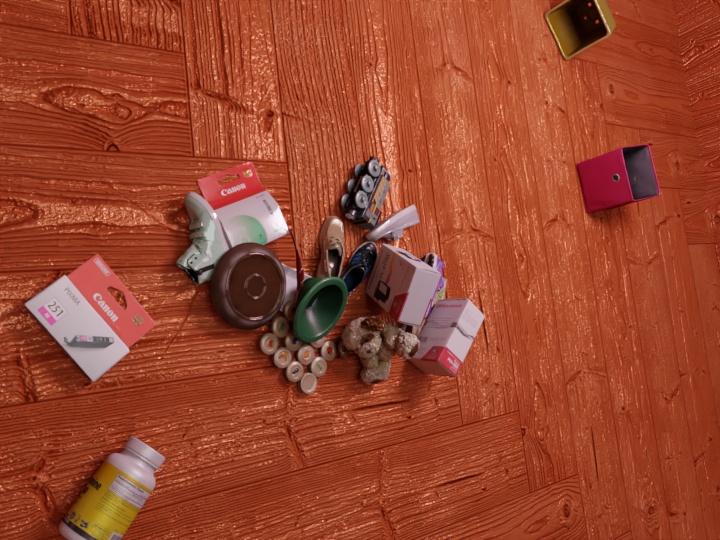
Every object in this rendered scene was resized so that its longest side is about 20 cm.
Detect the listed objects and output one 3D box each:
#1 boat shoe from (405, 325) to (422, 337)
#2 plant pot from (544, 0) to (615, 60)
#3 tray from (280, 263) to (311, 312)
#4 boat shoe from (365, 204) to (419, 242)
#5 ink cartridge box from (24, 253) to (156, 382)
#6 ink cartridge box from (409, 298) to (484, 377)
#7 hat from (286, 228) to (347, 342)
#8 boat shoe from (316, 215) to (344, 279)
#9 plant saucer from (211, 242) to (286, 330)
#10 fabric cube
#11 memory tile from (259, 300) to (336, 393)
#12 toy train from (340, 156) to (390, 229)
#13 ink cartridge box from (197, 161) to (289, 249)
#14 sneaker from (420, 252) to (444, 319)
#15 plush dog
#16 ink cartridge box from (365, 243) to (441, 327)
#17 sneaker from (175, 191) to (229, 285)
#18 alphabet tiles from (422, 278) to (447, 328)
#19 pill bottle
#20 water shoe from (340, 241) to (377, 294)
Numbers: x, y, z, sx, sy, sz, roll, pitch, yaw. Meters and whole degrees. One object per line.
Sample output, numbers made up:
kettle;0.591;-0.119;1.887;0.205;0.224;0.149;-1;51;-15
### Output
boat shoe;0.125;0.092;1.589;0.070;0.075;0.205;7;69;-28
plant pot;0.867;-0.971;2.204;0.199;0.194;0.197;-39;103;-38
tray;-0.212;0.034;1.393;0.198;0.022;0.110;26;76;-35
boat shoe;0.095;-0.119;1.617;0.199;0.071;0.070;-34;100;-42
ink cartridge box;-0.541;0.092;1.169;0.174;0.043;0.202;-44;106;-29
ink cartridge box;0.239;0.186;1.600;0.083;0.146;0.202;41;67;-22
hat;-0.142;0.048;1.418;0.202;0.175;0.165;-56;145;-3
boat shoe;-0.068;-0.055;1.486;0.071;0.065;0.204;21;62;-27
plant saucer;-0.249;0.037;1.327;0.197;0.032;0.206;-3;94;-41
fabric cube;0.963;-0.342;2.148;0.197;0.198;0.201;-12;89;-34
memory tile;-0.149;0.190;1.411;0.201;0.017;0.154;50;60;-25
toy train;0.021;-0.211;1.576;0.114;0.084;0.203;40;60;-35
ink cartridge box;-0.279;-0.152;1.382;0.159;0.050;0.204;-27;99;-34
sneaker;0.205;0.050;1.644;0.083;0.080;0.204;31;66;-31
plush dog;0.030;0.175;1.477;0.170;0.200;0.163;26;35;-37
ink cartridge box;0.104;0.034;1.490;0.081;0.200;0.149;13;103;-29
sneaker;-0.371;-0.069;1.286;0.117;0.073;0.204;-32;102;-39
alphabet tiles;0.166;0.073;1.662;0.197;0.007;0.171;22;70;-29
pill bottle;-0.474;0.433;1.112;0.112;0.112;0.202;42;61;-20
water shoe;0.000;0.000;1.521;0.072;0.078;0.201;46;61;-18
